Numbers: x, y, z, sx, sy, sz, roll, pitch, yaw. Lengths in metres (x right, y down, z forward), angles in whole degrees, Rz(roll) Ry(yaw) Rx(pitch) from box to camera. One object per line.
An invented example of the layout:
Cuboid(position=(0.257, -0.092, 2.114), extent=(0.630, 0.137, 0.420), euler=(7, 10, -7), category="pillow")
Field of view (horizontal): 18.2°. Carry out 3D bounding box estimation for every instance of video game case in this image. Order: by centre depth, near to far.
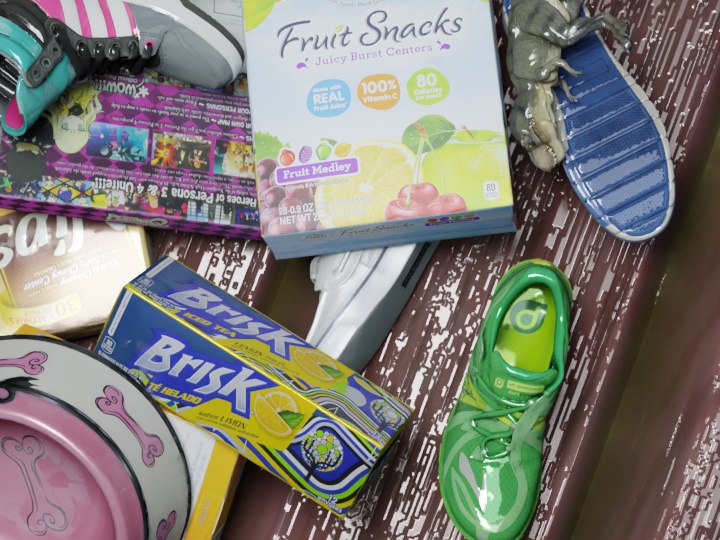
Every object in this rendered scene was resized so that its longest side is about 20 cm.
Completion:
Cuboid(position=(-0.149, -0.120, 1.535), extent=(0.200, 0.036, 0.181), euler=(6, 74, -19), category="video game case")

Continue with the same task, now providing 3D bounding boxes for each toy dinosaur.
Cuboid(position=(0.133, -0.170, 1.494), extent=(0.088, 0.047, 0.200), euler=(-10, 73, 11), category="toy dinosaur")

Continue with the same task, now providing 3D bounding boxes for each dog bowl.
Cuboid(position=(-0.217, 0.147, 1.478), extent=(0.200, 0.074, 0.200), euler=(8, 117, 16), category="dog bowl")

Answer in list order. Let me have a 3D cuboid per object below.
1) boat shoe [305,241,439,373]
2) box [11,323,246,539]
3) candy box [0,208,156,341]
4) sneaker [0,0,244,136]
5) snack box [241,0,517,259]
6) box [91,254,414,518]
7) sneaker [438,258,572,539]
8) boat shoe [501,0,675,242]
Cuboid(position=(0.000, 0.000, 1.541), extent=(0.065, 0.074, 0.200), euler=(29, 78, 17), category="boat shoe")
Cuboid(position=(-0.179, 0.119, 1.520), extent=(0.200, 0.041, 0.119), euler=(24, 117, 9), category="box")
Cuboid(position=(-0.211, -0.052, 1.565), extent=(0.115, 0.055, 0.200), euler=(-12, 80, 1), category="candy box")
Cuboid(position=(-0.184, -0.136, 1.458), extent=(0.200, 0.084, 0.121), euler=(22, 64, -5), category="sneaker")
Cuboid(position=(0.011, -0.118, 1.501), extent=(0.169, 0.068, 0.200), euler=(-8, 73, 5), category="snack box")
Cuboid(position=(-0.071, 0.074, 1.471), extent=(0.200, 0.070, 0.064), euler=(31, 116, 8), category="box")
Cuboid(position=(0.096, 0.087, 1.508), extent=(0.074, 0.084, 0.200), euler=(10, 83, 5), category="sneaker")
Cuboid(position=(0.159, -0.107, 1.536), extent=(0.072, 0.072, 0.200), euler=(-21, 75, 0), category="boat shoe")
